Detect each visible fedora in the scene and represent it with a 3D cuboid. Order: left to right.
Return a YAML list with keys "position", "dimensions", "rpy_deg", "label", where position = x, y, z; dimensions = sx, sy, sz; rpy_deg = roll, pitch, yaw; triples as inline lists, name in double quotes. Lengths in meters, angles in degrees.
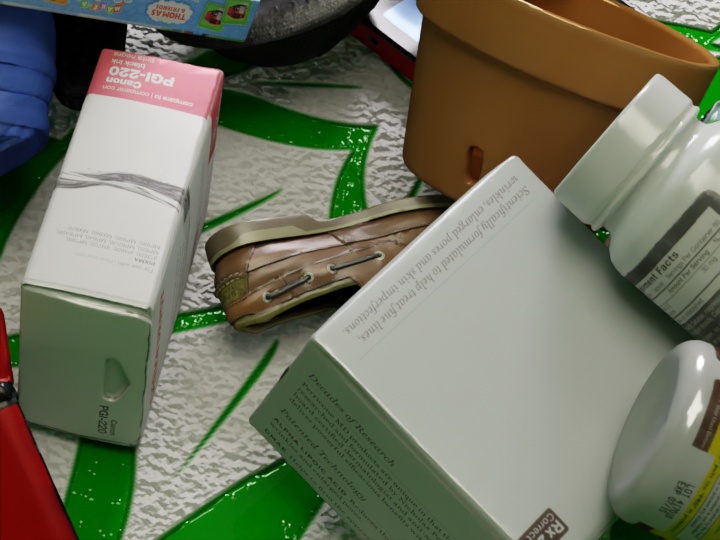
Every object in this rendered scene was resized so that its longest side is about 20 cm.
- position: [-0.053, -0.206, 1.670]
  dimensions: [0.200, 0.092, 0.201]
  rpy_deg: [-8, 54, 12]
  label: "fedora"

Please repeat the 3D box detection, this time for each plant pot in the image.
- position: [0.114, -0.111, 1.559]
  dimensions: [0.199, 0.140, 0.200]
  rpy_deg: [22, 15, -6]
  label: "plant pot"

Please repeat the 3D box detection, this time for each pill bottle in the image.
- position: [0.217, -0.015, 1.395]
  dimensions: [0.200, 0.113, 0.113]
  rpy_deg: [42, 56, 3]
  label: "pill bottle"
- position: [0.246, 0.125, 1.328]
  dimensions: [0.199, 0.109, 0.109]
  rpy_deg: [25, 52, -6]
  label: "pill bottle"

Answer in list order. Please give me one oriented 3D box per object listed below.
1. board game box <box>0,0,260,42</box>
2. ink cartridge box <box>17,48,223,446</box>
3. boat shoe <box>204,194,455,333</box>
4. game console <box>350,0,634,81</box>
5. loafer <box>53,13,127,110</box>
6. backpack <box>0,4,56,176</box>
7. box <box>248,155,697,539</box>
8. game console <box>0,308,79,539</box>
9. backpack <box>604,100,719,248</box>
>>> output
- position: [-0.183, -0.209, 1.539]
  dimensions: [0.199, 0.037, 0.151]
  rpy_deg: [7, 30, -33]
  label: "board game box"
- position: [-0.149, -0.014, 1.485]
  dimensions: [0.084, 0.146, 0.200]
  rpy_deg: [11, 51, 0]
  label: "ink cartridge box"
- position: [0.000, 0.000, 1.554]
  dimensions: [0.199, 0.072, 0.068]
  rpy_deg: [-10, 69, -16]
  label: "boat shoe"
- position: [0.104, -0.177, 1.725]
  dimensions: [0.200, 0.031, 0.177]
  rpy_deg: [39, 57, 20]
  label: "game console"
- position: [-0.196, -0.180, 1.655]
  dimensions: [0.068, 0.071, 0.201]
  rpy_deg: [-8, 50, -7]
  label: "loafer"
- position: [-0.294, -0.109, 1.532]
  dimensions: [0.199, 0.162, 0.169]
  rpy_deg: [-2, 89, -14]
  label: "backpack"
- position: [0.080, 0.079, 1.430]
  dimensions: [0.200, 0.131, 0.199]
  rpy_deg: [46, 57, 5]
  label: "box"
- position: [-0.274, 0.133, 1.395]
  dimensions: [0.199, 0.119, 0.173]
  rpy_deg: [-25, 88, 1]
  label: "game console"
- position: [0.244, 0.002, 1.535]
  dimensions: [0.177, 0.151, 0.200]
  rpy_deg: [38, 61, 7]
  label: "backpack"
